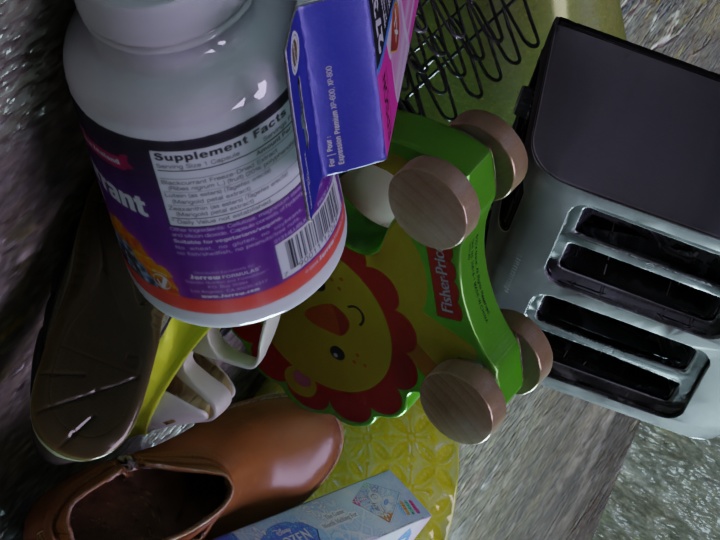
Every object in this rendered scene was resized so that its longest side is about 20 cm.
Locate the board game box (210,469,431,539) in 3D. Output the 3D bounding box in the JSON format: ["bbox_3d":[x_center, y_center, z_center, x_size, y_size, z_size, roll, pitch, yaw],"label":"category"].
[{"bbox_3d":[-0.074,0.214,1.530,0.199,0.043,0.200,-14,144,-57],"label":"board game box"}]

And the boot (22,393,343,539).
[{"bbox_3d":[-0.083,0.116,1.447,0.199,0.074,0.155,-25,176,-17],"label":"boot"}]

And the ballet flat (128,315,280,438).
[{"bbox_3d":[-0.088,0.040,1.432,0.200,0.067,0.067,-55,177,33],"label":"ballet flat"}]

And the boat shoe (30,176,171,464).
[{"bbox_3d":[-0.122,0.004,1.351,0.066,0.071,0.202,-27,-140,61],"label":"boat shoe"}]

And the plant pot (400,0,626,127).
[{"bbox_3d":[0.075,-0.150,1.573,0.201,0.199,0.185,-53,152,-35],"label":"plant pot"}]

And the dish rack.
[{"bbox_3d":[0.022,-0.119,1.427,0.153,0.055,0.200,1,148,-42],"label":"dish rack"}]

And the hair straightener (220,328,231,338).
[{"bbox_3d":[-0.063,0.012,1.618,0.200,0.041,0.077,-48,159,-47],"label":"hair straightener"}]

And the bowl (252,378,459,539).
[{"bbox_3d":[-0.033,0.130,1.768,0.107,0.200,0.201,9,114,-30],"label":"bowl"}]

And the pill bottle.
[{"bbox_3d":[-0.073,-0.077,1.234,0.112,0.111,0.201,-55,150,-31],"label":"pill bottle"}]

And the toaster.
[{"bbox_3d":[0.158,-0.018,1.453,0.181,0.199,0.119,110,0,-54],"label":"toaster"}]

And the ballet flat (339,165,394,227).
[{"bbox_3d":[0.000,-0.006,1.511,0.070,0.069,0.200,-56,-178,-26],"label":"ballet flat"}]

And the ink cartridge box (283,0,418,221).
[{"bbox_3d":[-0.001,-0.120,1.231,0.201,0.037,0.095,-75,163,-48],"label":"ink cartridge box"}]

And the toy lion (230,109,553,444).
[{"bbox_3d":[0.000,0.000,1.426,0.069,0.191,0.201,-44,138,-40],"label":"toy lion"}]
